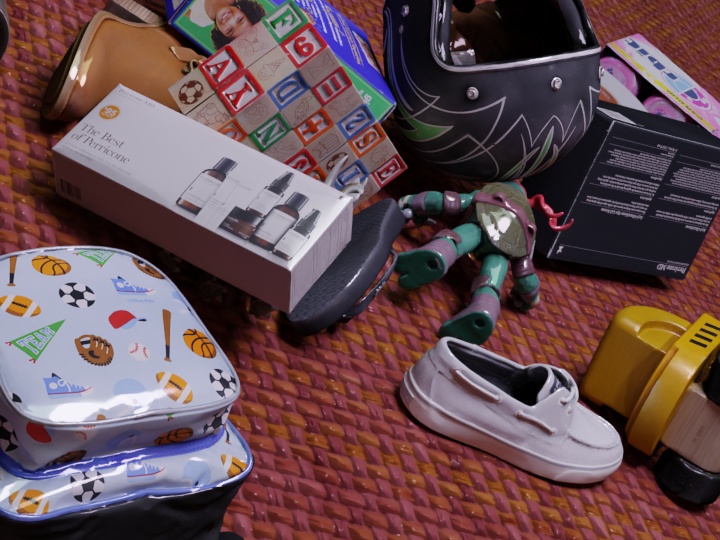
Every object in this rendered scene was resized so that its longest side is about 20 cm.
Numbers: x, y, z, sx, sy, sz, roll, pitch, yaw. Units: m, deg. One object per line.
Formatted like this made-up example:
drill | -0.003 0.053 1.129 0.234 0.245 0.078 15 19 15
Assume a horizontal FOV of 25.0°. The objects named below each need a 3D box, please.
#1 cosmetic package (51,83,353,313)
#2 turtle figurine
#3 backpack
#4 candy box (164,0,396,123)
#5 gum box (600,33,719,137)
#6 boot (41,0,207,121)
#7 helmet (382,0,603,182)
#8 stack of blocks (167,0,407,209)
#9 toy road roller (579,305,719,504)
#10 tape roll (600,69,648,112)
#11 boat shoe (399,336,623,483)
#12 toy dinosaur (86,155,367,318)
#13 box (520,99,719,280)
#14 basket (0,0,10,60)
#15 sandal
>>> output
cosmetic package | -0.110 -0.053 1.128 0.199 0.051 0.083 26 51 18
turtle figurine | 0.099 -0.025 1.363 0.150 0.101 0.200 36 35 0
backpack | -0.170 0.072 0.887 0.199 0.154 0.191 -1 35 -43
candy box | -0.074 -0.207 1.400 0.200 0.077 0.169 36 17 -25
gum box | 0.360 -0.183 1.894 0.200 0.066 0.113 43 29 12
boot | -0.157 -0.139 1.279 0.154 0.074 0.200 35 31 -10
helmet | 0.115 -0.169 1.415 0.200 0.200 0.191 0 63 -46
stack of blocks | -0.051 -0.107 1.256 0.059 0.115 0.200 54 2 30
toy road roller | 0.276 0.087 1.362 0.146 0.123 0.200 32 28 16
tape roll | 0.220 -0.164 1.719 0.200 0.066 0.201 27 31 -17
boat shoe | 0.127 0.100 1.230 0.199 0.069 0.072 24 31 -20
toy dinosaur | -0.095 -0.026 1.188 0.199 0.077 0.102 1 35 2
box | 0.251 -0.077 1.537 0.199 0.142 0.079 9 21 -40
basket | -0.326 -0.234 1.164 0.135 0.181 0.201 -11 58 -16
sandal | 0.001 0.000 1.248 0.043 0.076 0.200 59 27 -13
